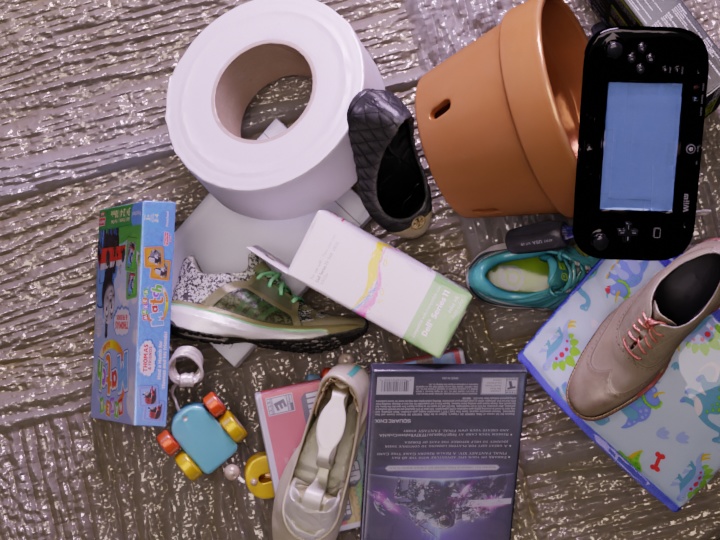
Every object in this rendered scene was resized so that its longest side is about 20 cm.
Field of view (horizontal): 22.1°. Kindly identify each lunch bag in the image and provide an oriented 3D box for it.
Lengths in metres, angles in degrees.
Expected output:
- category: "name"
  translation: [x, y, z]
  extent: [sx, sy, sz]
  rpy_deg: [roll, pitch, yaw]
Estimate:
- category: "lunch bag"
  translation: [0.265, 0.081, 1.648]
  extent: [0.200, 0.127, 0.170]
  rpy_deg: [40, 106, -1]

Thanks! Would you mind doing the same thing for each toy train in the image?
- category: "toy train"
  translation: [-0.091, 0.137, 1.733]
  extent: [0.198, 0.056, 0.152]
  rpy_deg: [11, 95, -7]

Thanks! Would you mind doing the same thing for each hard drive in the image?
- category: "hard drive"
  translation: [-0.099, -0.026, 1.764]
  extent: [0.132, 0.027, 0.200]
  rpy_deg: [43, 93, 7]

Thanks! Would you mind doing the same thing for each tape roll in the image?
- category: "tape roll"
  translation: [-0.079, -0.151, 1.710]
  extent: [0.200, 0.071, 0.205]
  rpy_deg: [-8, 66, 18]

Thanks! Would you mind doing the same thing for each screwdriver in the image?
- category: "screwdriver"
  translation: [0.215, -0.042, 1.621]
  extent: [0.198, 0.028, 0.029]
  rpy_deg: [-14, 78, 32]

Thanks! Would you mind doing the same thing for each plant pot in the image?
- category: "plant pot"
  translation: [0.139, -0.134, 1.665]
  extent: [0.139, 0.200, 0.202]
  rpy_deg: [-16, 85, 23]

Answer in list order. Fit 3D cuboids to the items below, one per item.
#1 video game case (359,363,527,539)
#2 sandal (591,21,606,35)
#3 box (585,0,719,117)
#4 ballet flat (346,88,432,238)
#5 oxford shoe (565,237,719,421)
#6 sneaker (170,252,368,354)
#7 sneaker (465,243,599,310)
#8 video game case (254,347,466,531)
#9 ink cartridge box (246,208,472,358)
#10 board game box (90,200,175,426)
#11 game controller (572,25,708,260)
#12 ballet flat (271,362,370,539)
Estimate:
- category: "video game case"
  translation: [0.073, 0.179, 1.679]
  extent: [0.141, 0.019, 0.202]
  rpy_deg: [0, 113, -8]
- category: "sandal"
  translation: [0.261, -0.138, 1.698]
  extent: [0.045, 0.075, 0.202]
  rpy_deg: [-16, 83, 7]
- category: "box"
  translation: [0.252, -0.226, 1.642]
  extent: [0.047, 0.193, 0.201]
  rpy_deg: [-36, 82, 1]
- category: "ballet flat"
  translation: [0.031, -0.087, 1.670]
  extent: [0.066, 0.201, 0.057]
  rpy_deg: [-40, 55, -12]
- category: "oxford shoe"
  translation: [0.241, 0.048, 1.558]
  extent: [0.070, 0.075, 0.200]
  rpy_deg: [43, 103, 16]
- category: "sneaker"
  translation: [-0.089, 0.026, 1.715]
  extent: [0.198, 0.077, 0.090]
  rpy_deg: [6, 81, 4]
- category: "sneaker"
  translation: [0.195, 0.008, 1.696]
  extent: [0.198, 0.080, 0.078]
  rpy_deg: [-4, 88, 6]
- category: "video game case"
  translation: [0.012, 0.162, 1.711]
  extent: [0.198, 0.017, 0.145]
  rpy_deg: [-12, 98, -5]
- category: "ink cartridge box"
  translation: [0.000, 0.000, 1.684]
  extent: [0.199, 0.117, 0.068]
  rpy_deg: [29, 93, 0]
- category: "board game box"
  translation: [-0.213, 0.041, 1.717]
  extent: [0.036, 0.151, 0.203]
  rpy_deg: [2, 87, -23]
- category: "game controller"
  translation: [0.233, -0.105, 1.542]
  extent: [0.103, 0.042, 0.202]
  rpy_deg: [5, 111, 9]
- category: "ballet flat"
  translation: [-0.037, 0.181, 1.665]
  extent: [0.069, 0.069, 0.202]
  rpy_deg: [16, 95, 8]
